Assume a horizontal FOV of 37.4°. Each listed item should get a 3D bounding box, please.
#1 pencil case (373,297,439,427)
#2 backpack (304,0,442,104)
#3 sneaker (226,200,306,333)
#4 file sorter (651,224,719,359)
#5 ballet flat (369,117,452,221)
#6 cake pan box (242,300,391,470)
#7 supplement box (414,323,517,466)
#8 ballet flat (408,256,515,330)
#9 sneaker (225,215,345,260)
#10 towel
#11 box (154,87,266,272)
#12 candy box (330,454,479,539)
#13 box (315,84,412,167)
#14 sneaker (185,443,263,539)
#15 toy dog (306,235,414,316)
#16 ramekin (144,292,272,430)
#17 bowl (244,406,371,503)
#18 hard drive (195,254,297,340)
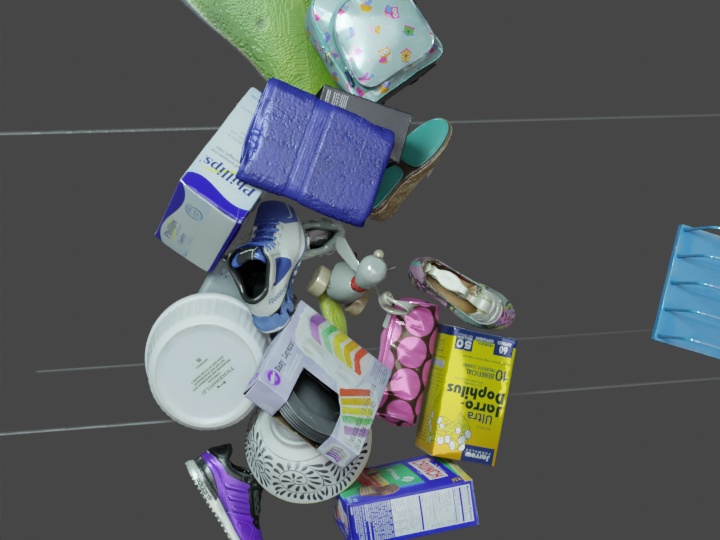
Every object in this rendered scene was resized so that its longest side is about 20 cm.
[{"bbox_3d":[0.062,0.143,1.676,0.093,0.090,0.203,14,84,-48],"label":"pencil case"},{"bbox_3d":[0.012,-0.372,1.641,0.175,0.153,0.201,-34,89,-4],"label":"backpack"},{"bbox_3d":[-0.137,-0.023,1.544,0.079,0.115,0.202,-5,62,16],"label":"sneaker"},{"bbox_3d":[0.592,0.037,1.761,0.137,0.123,0.203,16,87,-10],"label":"file sorter"},{"bbox_3d":[0.075,-0.158,1.696,0.200,0.065,0.070,-45,60,-4],"label":"ballet flat"},{"bbox_3d":[-0.059,0.165,1.541,0.183,0.201,0.052,37,127,-7],"label":"cake pan box"},{"bbox_3d":[0.165,0.195,1.683,0.107,0.109,0.203,11,88,-10],"label":"supplement box"},{"bbox_3d":[0.167,0.039,1.704,0.198,0.071,0.070,30,83,-10],"label":"ballet flat"},{"bbox_3d":[-0.116,-0.038,1.646,0.197,0.081,0.076,-19,95,-8],"label":"sneaker"},{"bbox_3d":[-0.062,-0.160,1.465,0.198,0.050,0.150,21,85,-13],"label":"towel"},{"bbox_3d":[-0.189,-0.128,1.545,0.104,0.184,0.201,35,59,-5],"label":"box"},{"bbox_3d":[0.063,0.350,1.632,0.197,0.169,0.078,-8,96,-11],"label":"candy box"},{"bbox_3d":[-0.016,-0.208,1.605,0.139,0.200,0.080,20,86,-10],"label":"box"},{"bbox_3d":[-0.178,0.355,1.635,0.099,0.070,0.202,-33,96,-12],"label":"sneaker"},{"bbox_3d":[0.000,0.000,1.629,0.131,0.199,0.097,37,64,-33],"label":"toy dog"},{"bbox_3d":[-0.225,0.141,1.572,0.199,0.094,0.206,-1,101,-4],"label":"ramekin"},{"bbox_3d":[-0.085,0.237,1.594,0.197,0.095,0.203,-3,60,5],"label":"bowl"},{"bbox_3d":[-0.205,0.095,1.630,0.138,0.033,0.202,29,98,-10],"label":"hard drive"}]
